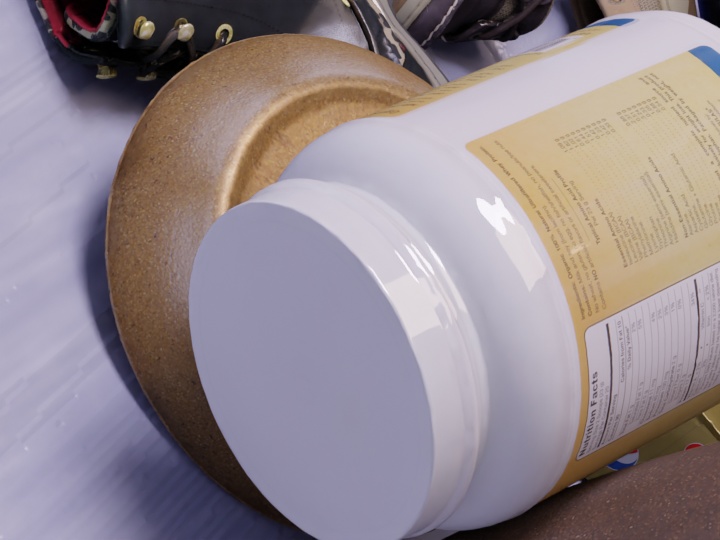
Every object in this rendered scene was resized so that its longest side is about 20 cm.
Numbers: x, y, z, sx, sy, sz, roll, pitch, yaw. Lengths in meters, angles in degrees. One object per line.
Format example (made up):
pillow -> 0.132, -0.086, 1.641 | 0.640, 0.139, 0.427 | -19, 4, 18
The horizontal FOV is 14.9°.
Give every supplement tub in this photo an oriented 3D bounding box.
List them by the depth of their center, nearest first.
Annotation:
supplement tub -> 0.054, 0.003, 0.956 | 0.199, 0.145, 0.145 | -24, 76, -36

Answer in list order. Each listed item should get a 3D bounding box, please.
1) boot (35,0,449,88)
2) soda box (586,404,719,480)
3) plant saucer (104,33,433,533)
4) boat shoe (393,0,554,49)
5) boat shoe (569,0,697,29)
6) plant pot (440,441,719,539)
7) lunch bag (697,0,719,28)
boot -> -0.044, -0.076, 1.096 | 0.153, 0.073, 0.205 | -6, 67, -45
soda box -> 0.160, 0.041, 1.224 | 0.064, 0.068, 0.200 | 49, 33, -5
plant saucer -> 0.000, 0.000, 1.033 | 0.199, 0.035, 0.202 | 12, 68, -30
boat shoe -> 0.064, -0.140, 1.283 | 0.065, 0.072, 0.200 | 44, 27, -2
boat shoe -> 0.134, -0.081, 1.325 | 0.064, 0.072, 0.201 | 0, 42, -3
plant pot -> 0.110, 0.140, 0.945 | 0.186, 0.200, 0.188 | 31, 37, -27
lunch bag -> 0.233, -0.110, 1.351 | 0.200, 0.123, 0.171 | 137, -58, -85
